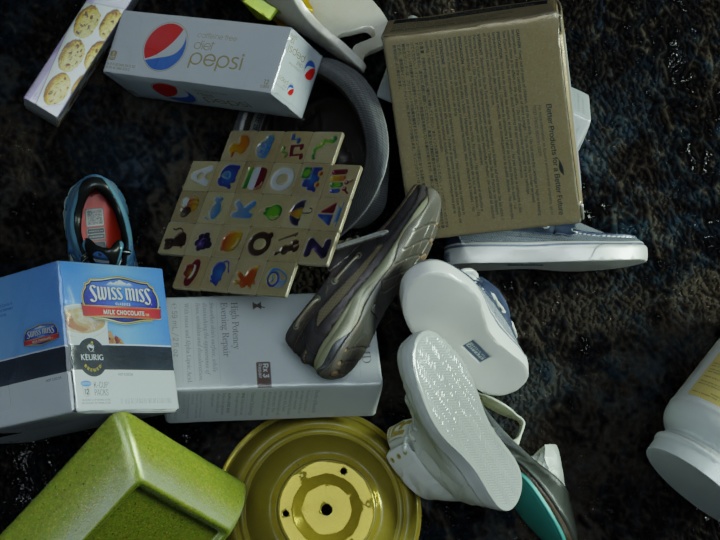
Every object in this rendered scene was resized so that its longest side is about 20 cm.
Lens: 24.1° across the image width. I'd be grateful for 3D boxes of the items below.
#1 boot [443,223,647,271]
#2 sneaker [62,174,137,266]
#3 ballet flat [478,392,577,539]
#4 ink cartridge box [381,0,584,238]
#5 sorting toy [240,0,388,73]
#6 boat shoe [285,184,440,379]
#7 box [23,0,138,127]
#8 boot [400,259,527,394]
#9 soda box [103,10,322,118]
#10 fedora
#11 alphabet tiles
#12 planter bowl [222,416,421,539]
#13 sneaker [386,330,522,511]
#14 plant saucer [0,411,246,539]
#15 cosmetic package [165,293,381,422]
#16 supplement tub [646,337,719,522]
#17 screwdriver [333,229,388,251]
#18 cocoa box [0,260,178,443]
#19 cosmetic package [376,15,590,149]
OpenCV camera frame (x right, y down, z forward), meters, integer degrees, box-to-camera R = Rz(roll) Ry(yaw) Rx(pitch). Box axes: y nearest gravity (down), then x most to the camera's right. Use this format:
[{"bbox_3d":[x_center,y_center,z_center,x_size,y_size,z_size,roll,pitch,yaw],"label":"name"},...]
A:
[{"bbox_3d":[0.181,-0.048,1.647,0.199,0.073,0.091,0,81,-5],"label":"boot"},{"bbox_3d":[-0.243,0.005,1.573,0.078,0.090,0.200,-12,83,-9],"label":"sneaker"},{"bbox_3d":[0.148,0.177,1.610,0.200,0.068,0.068,46,66,2],"label":"ballet flat"},{"bbox_3d":[0.115,-0.139,1.558,0.164,0.075,0.200,-6,109,8],"label":"ink cartridge box"},{"bbox_3d":[-0.049,-0.267,1.619,0.180,0.200,0.107,41,117,-3],"label":"sorting toy"},{"bbox_3d":[0.000,0.000,1.517,0.073,0.075,0.200,29,76,19],"label":"boat shoe"},{"bbox_3d":[-0.259,-0.234,1.639,0.041,0.039,0.200,31,77,-3],"label":"box"},{"bbox_3d":[0.089,0.031,1.559,0.073,0.200,0.090,-24,47,13],"label":"boot"},{"bbox_3d":[-0.141,-0.195,1.585,0.200,0.064,0.068,10,77,31],"label":"soda box"},{"bbox_3d":[-0.033,-0.103,1.598,0.177,0.090,0.200,-45,59,18],"label":"fedora"},{"bbox_3d":[-0.094,-0.054,1.541,0.200,0.006,0.167,4,66,35],"label":"alphabet tiles"},{"bbox_3d":[-0.036,0.224,1.566,0.200,0.083,0.201,1,81,-7],"label":"planter bowl"},{"bbox_3d":[0.057,0.141,1.543,0.074,0.115,0.200,-50,123,-38],"label":"sneaker"},{"bbox_3d":[-0.208,0.241,1.469,0.200,0.200,0.048,-47,48,2],"label":"plant saucer"},{"bbox_3d":[-0.085,0.080,1.569,0.199,0.074,0.102,-3,60,-8],"label":"cosmetic package"},{"bbox_3d":[0.381,0.132,1.606,0.145,0.145,0.200,40,78,1],"label":"supplement tub"},{"bbox_3d":[-0.047,-0.015,1.509,0.029,0.200,0.028,31,59,-29],"label":"screwdriver"},{"bbox_3d":[-0.280,0.075,1.487,0.200,0.133,0.132,-14,78,36],"label":"cocoa box"},{"bbox_3d":[0.121,-0.169,1.640,0.200,0.102,0.074,23,110,-1],"label":"cosmetic package"}]
